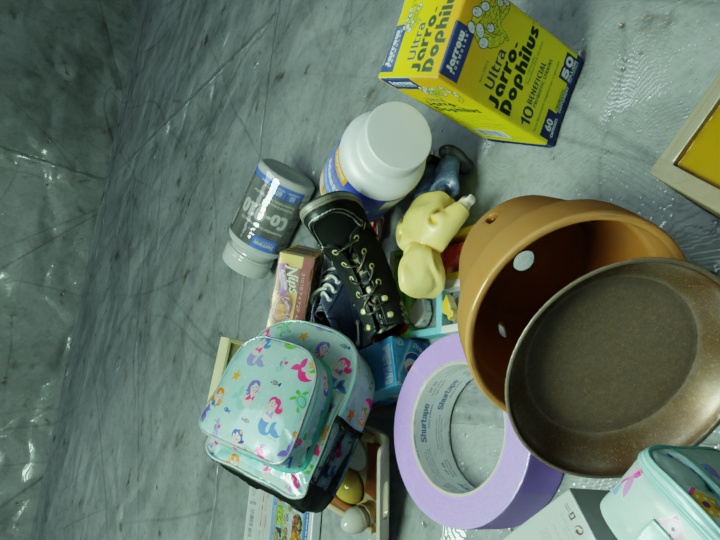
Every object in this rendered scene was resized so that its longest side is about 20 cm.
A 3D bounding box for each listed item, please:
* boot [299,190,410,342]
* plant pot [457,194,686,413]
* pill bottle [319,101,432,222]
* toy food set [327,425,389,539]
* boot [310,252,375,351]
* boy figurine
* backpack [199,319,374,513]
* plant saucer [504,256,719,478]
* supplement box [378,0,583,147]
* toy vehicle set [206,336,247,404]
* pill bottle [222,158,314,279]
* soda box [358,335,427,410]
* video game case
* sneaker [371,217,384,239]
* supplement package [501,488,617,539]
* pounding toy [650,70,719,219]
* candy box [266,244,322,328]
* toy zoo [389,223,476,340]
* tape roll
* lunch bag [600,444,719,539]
[{"bbox_3d":[0.002,0.000,0.751,0.073,0.204,0.156,-26,70,8],"label":"boot"},{"bbox_3d":[0.176,0.018,0.566,0.202,0.198,0.140,-59,18,19],"label":"plant pot"},{"bbox_3d":[0.018,-0.135,0.780,0.200,0.110,0.114,144,134,-72],"label":"pill bottle"},{"bbox_3d":[-0.040,0.269,0.798,0.198,0.060,0.146,9,105,43],"label":"toy food set"},{"bbox_3d":[-0.033,0.025,0.867,0.072,0.090,0.203,-29,73,42],"label":"boot"},{"bbox_3d":[0.093,-0.061,0.765,0.124,0.064,0.203,-19,50,48],"label":"boy figurine"},{"bbox_3d":[-0.082,0.159,0.736,0.175,0.151,0.202,13,60,31],"label":"backpack"},{"bbox_3d":[0.211,0.078,0.496,0.202,0.198,0.037,-59,14,18],"label":"plant saucer"},{"bbox_3d":[0.138,-0.228,0.688,0.109,0.198,0.110,24,97,54],"label":"supplement box"},{"bbox_3d":[-0.122,0.177,0.883,0.026,0.198,0.126,-1,74,52],"label":"toy vehicle set"},{"bbox_3d":[-0.176,-0.094,1.133,0.202,0.113,0.114,-61,38,18],"label":"pill bottle"},{"bbox_3d":[0.005,0.153,0.832,0.199,0.067,0.065,-31,56,44],"label":"soda box"},{"bbox_3d":[-0.124,0.368,0.967,0.199,0.018,0.146,-17,63,50],"label":"video game case"},{"bbox_3d":[0.015,-0.088,0.927,0.087,0.073,0.203,39,115,42],"label":"sneaker"},{"bbox_3d":[0.168,0.291,0.522,0.201,0.113,0.110,-53,40,29],"label":"supplement package"},{"bbox_3d":[0.320,-0.071,0.430,0.202,0.141,0.185,-60,38,18],"label":"pounding toy"},{"bbox_3d":[-0.096,0.026,0.932,0.200,0.055,0.119,-100,21,-85],"label":"candy box"},{"bbox_3d":[0.107,0.019,0.787,0.199,0.020,0.133,-17,63,49],"label":"toy zoo"},{"bbox_3d":[0.125,0.174,0.667,0.199,0.065,0.203,-25,57,46],"label":"tape roll"},{"bbox_3d":[0.262,0.205,0.387,0.078,0.159,0.201,-59,37,19],"label":"lunch bag"}]
